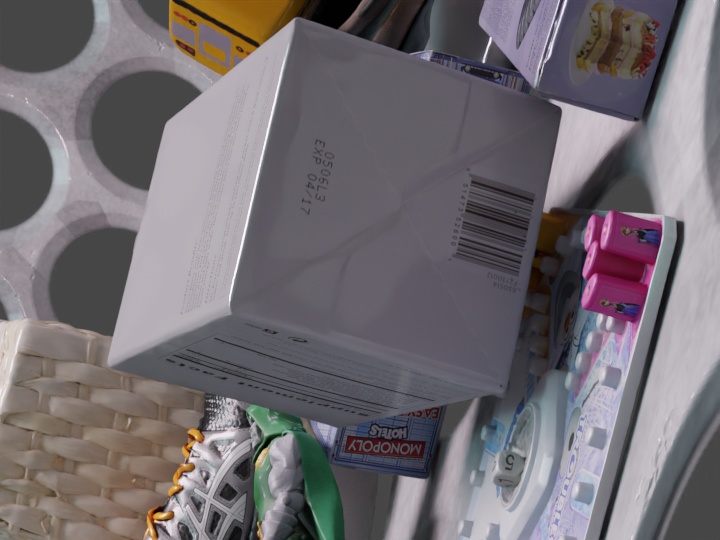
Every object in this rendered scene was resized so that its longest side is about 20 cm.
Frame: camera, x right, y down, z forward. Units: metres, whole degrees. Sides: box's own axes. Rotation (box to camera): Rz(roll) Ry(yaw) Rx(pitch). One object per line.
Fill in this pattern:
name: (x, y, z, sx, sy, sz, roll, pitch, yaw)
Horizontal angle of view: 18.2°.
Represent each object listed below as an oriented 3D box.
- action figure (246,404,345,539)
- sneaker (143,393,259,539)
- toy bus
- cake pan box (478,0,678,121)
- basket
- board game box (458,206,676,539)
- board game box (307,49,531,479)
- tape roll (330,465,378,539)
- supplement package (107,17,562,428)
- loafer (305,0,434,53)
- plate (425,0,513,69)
action figure: (-0.031, 0.149, 1.061, 0.118, 0.054, 0.201, 101, 164, -56)
sneaker: (-0.080, 0.133, 1.205, 0.078, 0.077, 0.202, 125, 148, -80)
toy bus: (-0.027, -0.201, 1.228, 0.201, 0.065, 0.078, -58, -9, -22)
cake pan box: (0.107, -0.176, 0.925, 0.184, 0.052, 0.202, -116, 41, -75)
basket: (-0.130, 0.111, 1.297, 0.123, 0.198, 0.137, 154, 130, -71)
board game box: (0.061, 0.072, 0.868, 0.200, 0.026, 0.202, -161, 86, -83)
board game box: (0.000, 0.000, 1.146, 0.200, 0.061, 0.202, -2, 78, 63)
tape roll: (-0.034, 0.184, 1.305, 0.203, 0.037, 0.204, -165, 90, -83)
supplement package: (-0.017, -0.011, 0.944, 0.200, 0.119, 0.122, 159, 125, -69)
loafer: (0.015, -0.170, 1.151, 0.201, 0.062, 0.072, 109, 158, -43)
plate: (0.039, -0.114, 1.227, 0.200, 0.032, 0.201, -142, 67, -66)
